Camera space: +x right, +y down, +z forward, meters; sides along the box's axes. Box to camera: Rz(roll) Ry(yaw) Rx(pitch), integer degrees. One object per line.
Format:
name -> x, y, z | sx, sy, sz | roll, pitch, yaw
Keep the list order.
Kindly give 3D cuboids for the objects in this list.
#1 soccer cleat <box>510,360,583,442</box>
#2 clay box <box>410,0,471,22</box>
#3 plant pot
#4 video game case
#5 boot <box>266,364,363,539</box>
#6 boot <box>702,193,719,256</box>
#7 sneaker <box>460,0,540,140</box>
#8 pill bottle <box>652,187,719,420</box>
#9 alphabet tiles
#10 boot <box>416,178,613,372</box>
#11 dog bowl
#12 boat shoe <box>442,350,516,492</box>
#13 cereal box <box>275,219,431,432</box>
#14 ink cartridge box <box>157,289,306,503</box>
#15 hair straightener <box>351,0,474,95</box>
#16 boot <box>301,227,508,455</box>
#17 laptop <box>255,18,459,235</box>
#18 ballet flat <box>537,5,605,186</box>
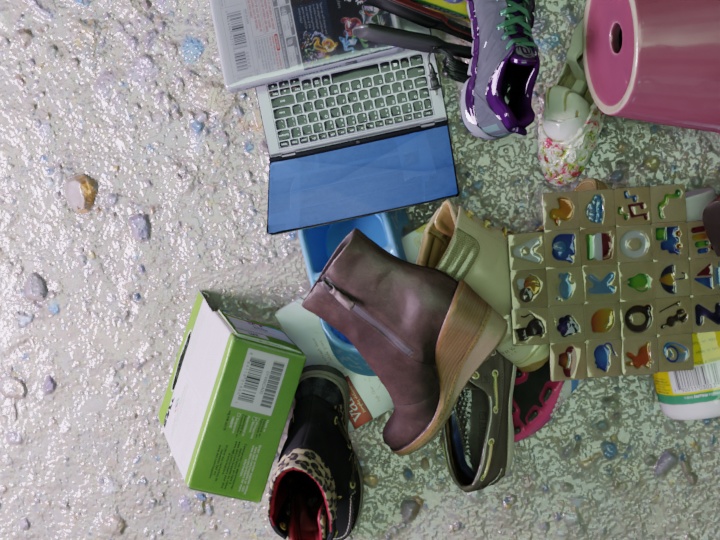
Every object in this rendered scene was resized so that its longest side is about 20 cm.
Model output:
soccer cleat -> 0.195, 0.103, 1.278 | 0.200, 0.086, 0.070 | -50, 58, 28
clay box -> 0.067, -0.310, 1.229 | 0.198, 0.048, 0.116 | 13, 96, -21
plant pot -> 0.301, -0.207, 1.155 | 0.176, 0.200, 0.203 | -4, 94, -11
video game case -> -0.063, -0.291, 1.275 | 0.179, 0.023, 0.203 | -12, 82, 6
boot -> -0.042, 0.211, 1.243 | 0.072, 0.151, 0.202 | 3, 120, 7
boot -> 0.404, -0.023, 1.202 | 0.064, 0.199, 0.189 | -4, 112, 46
sneaker -> 0.142, -0.221, 1.194 | 0.073, 0.087, 0.203 | -1, 96, -24
pill bottle -> 0.318, 0.030, 1.236 | 0.111, 0.113, 0.203 | -14, 93, 7
alphabet tiles -> 0.231, 0.011, 1.170 | 0.197, 0.006, 0.169 | -4, 93, -4
boot -> 0.144, -0.029, 1.210 | 0.155, 0.073, 0.202 | 34, 76, -17
dog bowl -> 0.000, 0.000, 1.253 | 0.110, 0.050, 0.202 | -20, 66, 12
boat shoe -> 0.107, 0.109, 1.243 | 0.071, 0.059, 0.203 | 1, 98, 31
cereal box -> 0.033, 0.054, 1.302 | 0.199, 0.040, 0.145 | -31, 91, 7
ink cartridge box -> -0.131, 0.114, 1.263 | 0.075, 0.200, 0.150 | 16, 97, -19
hair straightener -> 0.081, -0.201, 1.243 | 0.198, 0.041, 0.078 | 17, 81, -24
boot -> 0.021, 0.066, 1.167 | 0.165, 0.073, 0.201 | 28, 127, -5
laptop -> -0.012, -0.153, 1.252 | 0.185, 0.116, 0.203 | -11, 93, 6
ballet flat -> 0.209, -0.183, 1.249 | 0.075, 0.064, 0.202 | 22, 92, 39
